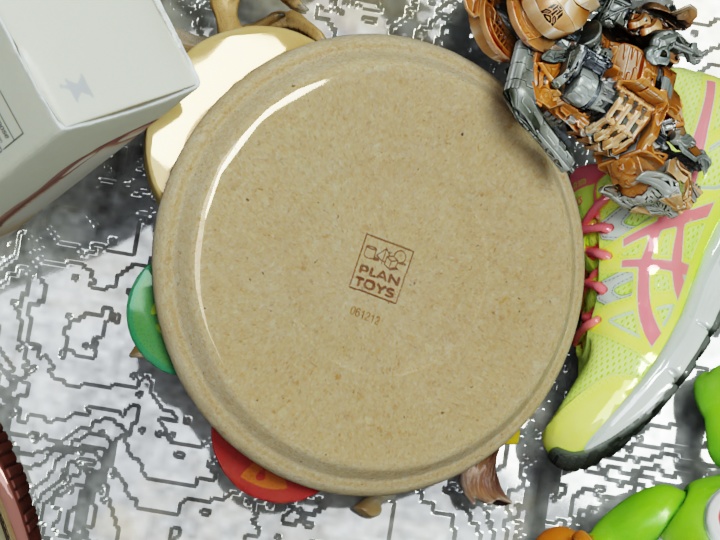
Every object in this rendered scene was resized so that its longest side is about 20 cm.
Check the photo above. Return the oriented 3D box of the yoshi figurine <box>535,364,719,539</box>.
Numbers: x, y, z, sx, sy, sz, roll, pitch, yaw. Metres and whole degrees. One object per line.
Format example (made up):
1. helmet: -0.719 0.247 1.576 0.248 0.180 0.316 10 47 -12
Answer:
1. yoshi figurine: 0.178 0.099 1.250 0.200 0.112 0.112 -37 46 7

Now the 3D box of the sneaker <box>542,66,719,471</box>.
1. sneaker: 0.122 -0.004 1.256 0.090 0.078 0.201 31 72 0

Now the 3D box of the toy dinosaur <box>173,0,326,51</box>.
1. toy dinosaur: -0.071 -0.088 1.258 0.200 0.060 0.106 44 84 2

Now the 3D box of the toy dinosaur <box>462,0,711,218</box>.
1. toy dinosaur: 0.091 -0.120 1.189 0.136 0.102 0.201 -51 131 -35

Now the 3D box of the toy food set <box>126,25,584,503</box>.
1. toy food set: 0.000 0.000 1.191 0.199 0.049 0.199 4 89 -19

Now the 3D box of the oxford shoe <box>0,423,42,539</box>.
1. oxford shoe: -0.173 0.121 1.225 0.074 0.070 0.201 -23 84 0

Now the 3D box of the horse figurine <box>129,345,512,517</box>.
1. horse figurine: -0.004 0.023 1.241 0.200 0.050 0.133 35 78 -16

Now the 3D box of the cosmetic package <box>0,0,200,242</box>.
1. cosmetic package: -0.172 -0.066 1.177 0.087 0.200 0.104 -22 83 -47
